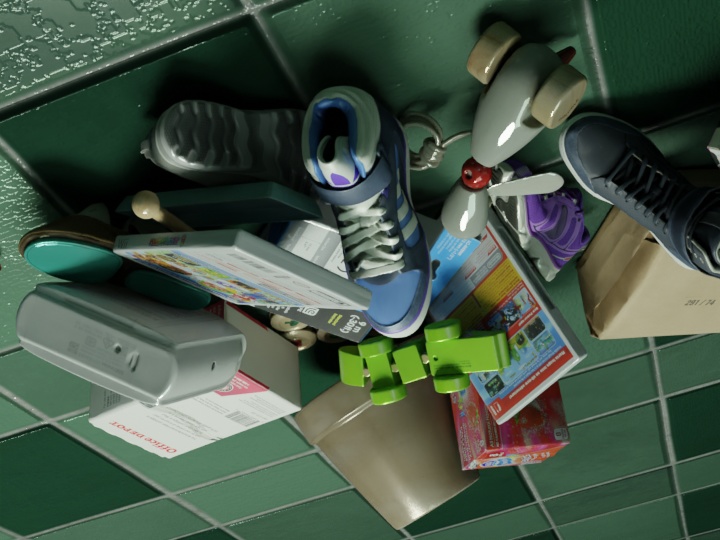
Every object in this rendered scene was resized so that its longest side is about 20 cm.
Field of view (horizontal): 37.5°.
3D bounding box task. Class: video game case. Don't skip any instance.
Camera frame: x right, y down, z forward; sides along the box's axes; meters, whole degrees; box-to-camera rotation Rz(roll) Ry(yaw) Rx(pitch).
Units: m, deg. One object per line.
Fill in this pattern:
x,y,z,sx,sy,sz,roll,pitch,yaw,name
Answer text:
-0.103,0.000,0.893,0.142,0.018,0.198,25,164,-37,video game case
0.127,0.036,1.065,0.017,0.202,0.143,-17,159,-40,video game case

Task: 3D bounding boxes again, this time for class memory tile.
-0.032,0.031,1.170,0.150,0.017,0.201,-10,148,-2,memory tile

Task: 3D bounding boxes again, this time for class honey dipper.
-0.149,-0.033,0.931,0.037,0.039,0.200,-18,161,11,honey dipper

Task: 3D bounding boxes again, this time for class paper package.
0.359,-0.017,1.139,0.196,0.105,0.192,-2,147,-14,paper package

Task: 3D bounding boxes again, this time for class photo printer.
-0.206,0.063,1.007,0.164,0.071,0.200,21,-175,13,photo printer

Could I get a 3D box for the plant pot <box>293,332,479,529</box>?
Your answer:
0.047,0.195,1.236,0.198,0.175,0.200,-30,169,-6,plant pot

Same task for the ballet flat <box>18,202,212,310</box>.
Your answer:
-0.220,-0.021,0.974,0.198,0.073,0.068,17,140,-36,ballet flat

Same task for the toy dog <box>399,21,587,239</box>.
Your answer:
0.129,-0.124,0.905,0.096,0.133,0.200,-28,171,-39,toy dog

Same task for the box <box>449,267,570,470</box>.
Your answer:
0.153,0.108,1.166,0.098,0.204,0.096,-3,158,-12,box

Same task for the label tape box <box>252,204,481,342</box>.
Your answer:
0.000,0.000,1.038,0.197,0.067,0.144,21,136,-16,label tape box

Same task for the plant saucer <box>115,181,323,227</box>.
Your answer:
-0.125,-0.056,0.920,0.197,0.019,0.069,0,168,39,plant saucer

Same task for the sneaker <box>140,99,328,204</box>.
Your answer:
-0.094,-0.103,0.911,0.197,0.076,0.081,14,169,-36,sneaker

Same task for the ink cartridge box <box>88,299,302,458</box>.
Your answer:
-0.186,0.128,1.197,0.197,0.086,0.144,-23,144,24,ink cartridge box

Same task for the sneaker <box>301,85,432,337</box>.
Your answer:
-0.003,-0.048,0.862,0.079,0.204,0.146,-8,172,23,sneaker

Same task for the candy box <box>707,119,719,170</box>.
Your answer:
0.390,-0.117,0.959,0.060,0.138,0.199,22,170,39,candy box

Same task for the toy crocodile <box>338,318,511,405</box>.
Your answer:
0.061,0.090,1.087,0.197,0.069,0.062,-13,-174,28,toy crocodile

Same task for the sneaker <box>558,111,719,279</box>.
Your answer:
0.273,-0.068,0.940,0.201,0.146,0.077,38,95,-9,sneaker

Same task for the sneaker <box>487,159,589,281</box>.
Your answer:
0.179,-0.065,1.054,0.083,0.081,0.200,-37,151,8,sneaker
